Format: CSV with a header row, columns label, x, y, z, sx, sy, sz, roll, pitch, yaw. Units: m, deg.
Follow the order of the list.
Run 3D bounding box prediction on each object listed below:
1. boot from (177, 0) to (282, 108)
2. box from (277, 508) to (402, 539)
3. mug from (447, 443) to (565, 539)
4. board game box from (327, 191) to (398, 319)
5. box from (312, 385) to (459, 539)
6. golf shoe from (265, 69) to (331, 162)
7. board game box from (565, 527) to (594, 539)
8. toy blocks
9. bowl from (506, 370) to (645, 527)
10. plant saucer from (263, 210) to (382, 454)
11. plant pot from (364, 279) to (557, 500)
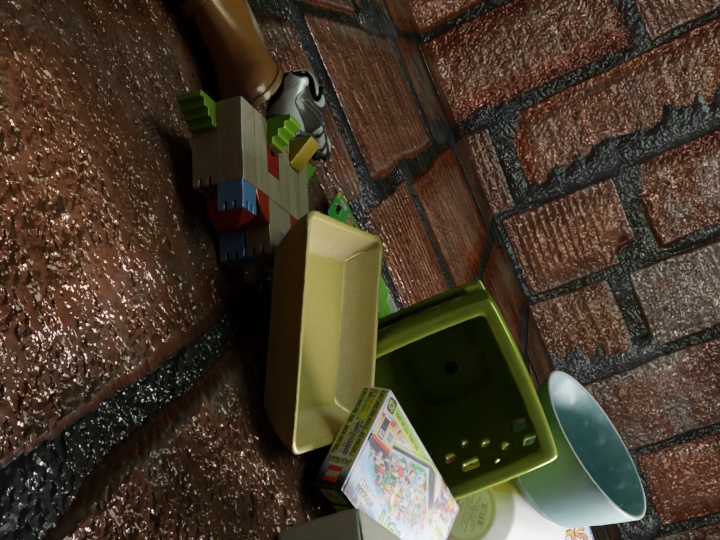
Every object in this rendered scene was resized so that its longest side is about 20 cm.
label,x,y,z,sx,sy,sz,roll,pitch,yaw
boot,-0.148,-0.262,0.810,0.156,0.076,0.202,55,19,-41
box,0.012,0.274,0.670,0.201,0.081,0.069,52,24,-47
mug,0.164,0.307,1.034,0.153,0.149,0.188,33,24,-48
board game box,0.000,0.000,1.050,0.096,0.029,0.203,-69,138,-67
box,0.032,0.221,0.773,0.111,0.034,0.202,-59,135,-35
golf shoe,-0.063,-0.176,0.895,0.200,0.076,0.096,-81,-172,-81
board game box,0.255,0.383,1.176,0.197,0.034,0.138,-6,70,-32
toy blocks,-0.097,-0.063,0.735,0.200,0.098,0.140,37,47,-66
bowl,0.260,0.241,1.001,0.200,0.104,0.203,41,28,-26
plant saucer,-0.036,0.058,0.746,0.200,0.047,0.205,15,77,-70
plant pot,0.100,0.133,0.929,0.182,0.196,0.203,-63,129,-76
